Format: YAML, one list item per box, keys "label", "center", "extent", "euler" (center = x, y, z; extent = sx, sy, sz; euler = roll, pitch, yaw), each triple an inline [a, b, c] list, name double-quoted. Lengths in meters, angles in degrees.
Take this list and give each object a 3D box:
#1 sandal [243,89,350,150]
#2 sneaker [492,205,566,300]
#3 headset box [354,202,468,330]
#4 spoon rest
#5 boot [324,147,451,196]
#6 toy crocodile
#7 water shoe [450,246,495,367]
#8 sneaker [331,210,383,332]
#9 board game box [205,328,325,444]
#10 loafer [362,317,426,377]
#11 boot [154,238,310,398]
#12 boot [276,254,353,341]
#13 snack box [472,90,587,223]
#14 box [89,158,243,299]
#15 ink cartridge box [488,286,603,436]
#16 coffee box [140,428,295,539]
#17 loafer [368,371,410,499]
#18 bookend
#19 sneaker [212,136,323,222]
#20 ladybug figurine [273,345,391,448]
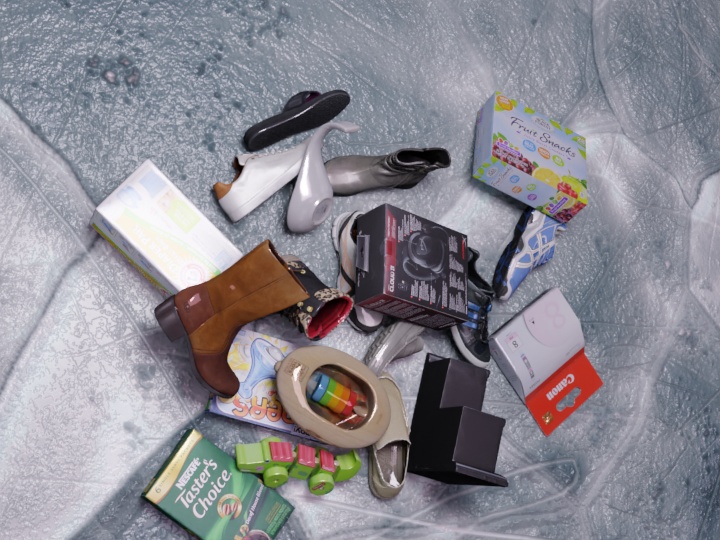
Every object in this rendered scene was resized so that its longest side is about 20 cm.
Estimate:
- label: "sandal"
  center: [-0.104, -0.257, 1.554]
  extent: [0.199, 0.075, 0.048]
  euler: [-26, 72, -24]
- label: "sneaker"
  center: [0.294, -0.029, 1.663]
  extent: [0.077, 0.076, 0.201]
  euler: [33, 71, -8]
- label: "headset box"
  center: [0.074, -0.005, 1.495]
  extent: [0.199, 0.077, 0.150]
  euler: [17, 64, -35]
- label: "spoon rest"
  center: [-0.065, -0.148, 1.504]
  extent: [0.060, 0.201, 0.099]
  euler: [35, 28, 23]
- label: "boot"
  center: [0.037, -0.172, 1.559]
  extent: [0.198, 0.130, 0.069]
  euler: [-7, 83, -22]
- label: "toy crocodile"
  center: [-0.094, 0.287, 1.445]
  extent: [0.198, 0.062, 0.068]
  euler: [14, 39, -22]
- label: "water shoe"
  center: [0.187, 0.061, 1.593]
  extent: [0.071, 0.078, 0.202]
  euler: [-15, 85, -57]
- label: "sneaker"
  center: [0.000, 0.000, 1.542]
  extent: [0.073, 0.080, 0.202]
  euler: [-10, 86, -24]
- label: "board game box"
  center: [-0.126, 0.178, 1.483]
  extent: [0.198, 0.034, 0.137]
  euler: [18, 74, -18]
- label: "loafer"
  center: [0.072, 0.109, 1.547]
  extent: [0.070, 0.070, 0.200]
  euler: [45, 60, -6]
- label: "boot"
  center: [-0.162, 0.073, 1.370]
  extent: [0.199, 0.069, 0.189]
  euler: [-28, 110, 6]
- label: "boot"
  center: [-0.122, 0.054, 1.434]
  extent: [0.199, 0.150, 0.074]
  euler: [-25, 131, -38]
- label: "snack box"
  center: [0.296, -0.198, 1.671]
  extent: [0.199, 0.068, 0.170]
  euler: [26, 48, -17]
- label: "box"
  center: [-0.288, -0.046, 1.423]
  extent: [0.200, 0.101, 0.113]
  euler: [45, 69, -9]
- label: "ink cartridge box"
  center: [0.329, 0.156, 1.661]
  extent: [0.162, 0.057, 0.201]
  euler: [-35, 90, -23]
- label: "coffee box"
  center: [-0.209, 0.341, 1.415]
  extent: [0.200, 0.044, 0.123]
  euler: [41, 68, -10]
- label: "loafer"
  center: [0.046, 0.258, 1.518]
  extent: [0.075, 0.068, 0.202]
  euler: [-3, 82, -22]
- label: "bookend"
  center: [0.162, 0.226, 1.499]
  extent: [0.091, 0.199, 0.202]
  euler: [19, 73, -17]
- label: "sneaker"
  center: [-0.146, -0.167, 1.517]
  extent: [0.200, 0.073, 0.085]
  euler: [-41, 98, -21]
- label: "ladybug figurine"
  center: [-0.048, 0.191, 1.453]
  extent: [0.199, 0.072, 0.137]
  euler: [35, 68, -13]
